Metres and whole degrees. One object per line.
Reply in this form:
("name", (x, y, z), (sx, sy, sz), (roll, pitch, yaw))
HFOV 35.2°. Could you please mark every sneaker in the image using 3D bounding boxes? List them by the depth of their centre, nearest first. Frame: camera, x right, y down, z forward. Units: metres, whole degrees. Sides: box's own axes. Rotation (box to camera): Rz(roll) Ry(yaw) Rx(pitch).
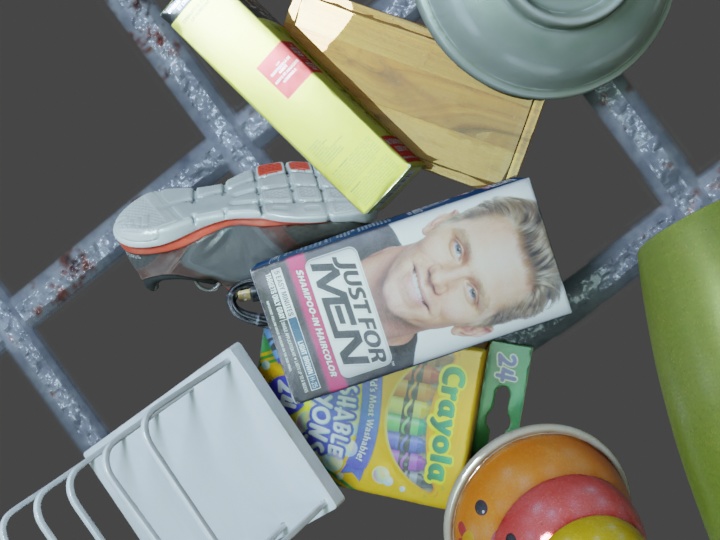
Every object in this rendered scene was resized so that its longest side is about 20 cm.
("sneaker", (-0.082, -0.026, 0.866), (0.200, 0.077, 0.082), (-6, 126, 6))

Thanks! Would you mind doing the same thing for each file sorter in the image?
("file sorter", (-0.144, 0.174, 0.827), (0.200, 0.125, 0.139), (-35, 89, 34))

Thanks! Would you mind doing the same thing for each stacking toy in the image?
("stacking toy", (0.149, 0.196, 0.752), (0.146, 0.200, 0.146), (-2, 101, -13))

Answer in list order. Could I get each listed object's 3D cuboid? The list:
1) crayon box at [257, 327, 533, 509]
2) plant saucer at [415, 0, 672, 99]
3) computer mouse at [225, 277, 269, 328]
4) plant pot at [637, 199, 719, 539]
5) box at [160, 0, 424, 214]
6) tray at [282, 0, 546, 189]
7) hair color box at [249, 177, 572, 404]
("crayon box", (0.021, 0.103, 0.857), (0.200, 0.052, 0.126), (10, 98, 10))
("plant saucer", (0.133, -0.216, 0.764), (0.200, 0.050, 0.200), (-2, 98, -13))
("computer mouse", (0.000, 0.000, 0.827), (0.200, 0.034, 0.059), (-17, 79, -7))
("plant pot", (0.272, 0.054, 0.752), (0.187, 0.187, 0.200), (-29, 75, 13))
("box", (-0.045, -0.126, 0.798), (0.200, 0.075, 0.050), (46, 102, 5))
("tray", (0.033, -0.132, 0.837), (0.200, 0.037, 0.099), (20, 100, 8))
("hair color box", (0.034, 0.012, 0.787), (0.200, 0.061, 0.100), (-19, 94, 0))
